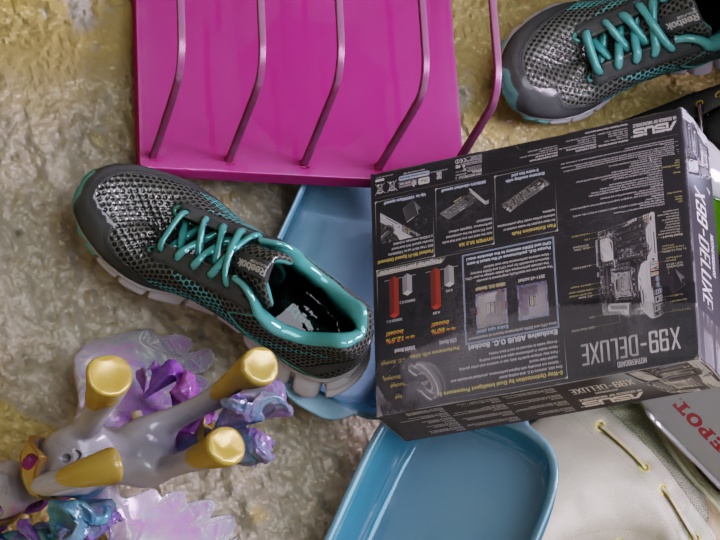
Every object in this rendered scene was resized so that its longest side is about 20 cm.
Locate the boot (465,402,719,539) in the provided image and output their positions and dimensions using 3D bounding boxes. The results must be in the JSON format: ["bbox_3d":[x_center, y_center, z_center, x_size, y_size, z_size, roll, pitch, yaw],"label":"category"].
[{"bbox_3d":[0.153,0.171,1.651,0.154,0.072,0.201,-28,85,-26],"label":"boot"}]

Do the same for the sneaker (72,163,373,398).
[{"bbox_3d":[-0.071,-0.005,1.544,0.199,0.091,0.078,30,72,-7],"label":"sneaker"}]

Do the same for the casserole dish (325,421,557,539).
[{"bbox_3d":[0.043,0.166,1.577,0.121,0.039,0.201,21,82,25],"label":"casserole dish"}]

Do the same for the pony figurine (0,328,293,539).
[{"bbox_3d":[-0.128,0.101,1.501,0.192,0.200,0.167,-3,72,-39],"label":"pony figurine"}]

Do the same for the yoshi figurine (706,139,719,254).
[{"bbox_3d":[0.170,-0.014,1.623,0.199,0.112,0.112,-3,67,21],"label":"yoshi figurine"}]

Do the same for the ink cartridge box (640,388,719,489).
[{"bbox_3d":[0.291,0.058,1.623,0.145,0.200,0.084,44,35,-11],"label":"ink cartridge box"}]

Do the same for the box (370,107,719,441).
[{"bbox_3d":[0.106,0.003,1.552,0.050,0.199,0.158,42,41,-57],"label":"box"}]

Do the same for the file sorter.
[{"bbox_3d":[-0.026,-0.140,1.584,0.199,0.125,0.140,2,66,-13],"label":"file sorter"}]

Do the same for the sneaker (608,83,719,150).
[{"bbox_3d":[0.188,-0.073,1.698,0.200,0.106,0.075,-31,92,-24],"label":"sneaker"}]

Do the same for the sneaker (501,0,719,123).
[{"bbox_3d":[0.179,-0.154,1.713,0.199,0.091,0.078,-22,87,-25],"label":"sneaker"}]

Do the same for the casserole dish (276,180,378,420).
[{"bbox_3d":[0.000,0.000,1.641,0.121,0.039,0.201,29,68,-14],"label":"casserole dish"}]
